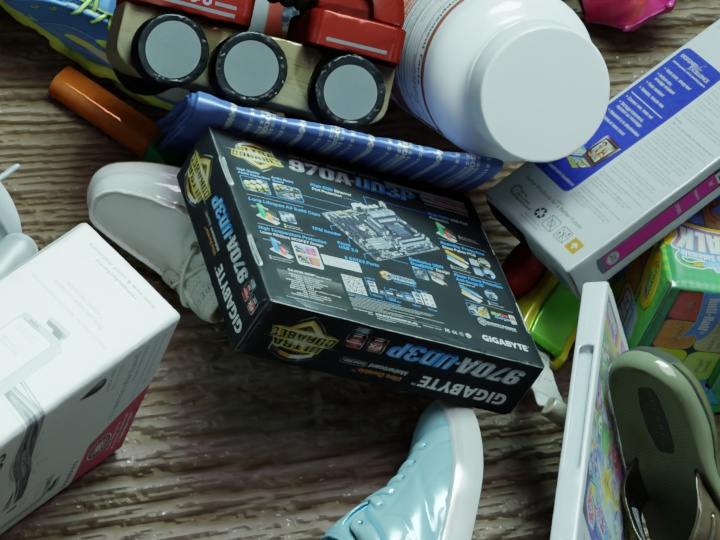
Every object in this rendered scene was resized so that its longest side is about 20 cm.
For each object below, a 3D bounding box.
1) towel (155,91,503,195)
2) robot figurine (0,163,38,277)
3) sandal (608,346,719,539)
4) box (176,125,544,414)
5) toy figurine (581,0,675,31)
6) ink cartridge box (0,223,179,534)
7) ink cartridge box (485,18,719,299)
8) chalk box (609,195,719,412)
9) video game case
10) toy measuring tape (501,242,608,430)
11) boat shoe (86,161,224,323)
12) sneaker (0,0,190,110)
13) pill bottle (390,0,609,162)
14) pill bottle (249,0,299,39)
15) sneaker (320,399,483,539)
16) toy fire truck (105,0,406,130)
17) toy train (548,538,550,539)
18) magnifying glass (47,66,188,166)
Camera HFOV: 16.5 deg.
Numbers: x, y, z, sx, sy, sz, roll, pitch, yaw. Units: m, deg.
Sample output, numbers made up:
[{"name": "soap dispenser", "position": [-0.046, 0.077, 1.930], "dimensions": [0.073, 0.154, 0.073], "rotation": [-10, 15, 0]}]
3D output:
[{"name": "towel", "position": [-0.024, -0.078, 1.556], "dimensions": [0.200, 0.145, 0.024], "rotation": [11, 82, -12]}, {"name": "robot figurine", "position": [-0.269, 0.003, 1.432], "dimensions": [0.169, 0.113, 0.200], "rotation": [4, 41, 25]}, {"name": "sandal", "position": [0.184, 0.141, 1.455], "dimensions": [0.057, 0.080, 0.201], "rotation": [-39, 112, -42]}, {"name": "box", "position": [0.000, 0.000, 1.490], "dimensions": [0.200, 0.046, 0.159], "rotation": [14, 36, -32]}, {"name": "toy figurine", "position": [0.158, -0.249, 1.782], "dimensions": [0.184, 0.150, 0.200], "rotation": [33, 3, -6]}, {"name": "ink cartridge box", "position": [-0.210, 0.085, 1.361], "dimensions": [0.083, 0.147, 0.200], "rotation": [43, 51, 12]}, {"name": "ink cartridge box", "position": [0.184, -0.074, 1.549], "dimensions": [0.200, 0.037, 0.095], "rotation": [-38, 47, -5]}, {"name": "chalk box", "position": [0.226, 0.012, 1.599], "dimensions": [0.124, 0.125, 0.200], "rotation": [7, 48, -14]}, {"name": "video game case", "position": [0.145, 0.127, 1.467], "dimensions": [0.018, 0.143, 0.200], "rotation": [-4, 45, 17]}, {"name": "toy measuring tape", "position": [0.127, 0.027, 1.546], "dimensions": [0.073, 0.074, 0.200], "rotation": [12, 23, -10]}, {"name": "boat shoe", "position": [-0.084, -0.001, 1.533], "dimensions": [0.200, 0.071, 0.069], "rotation": [24, 45, 0]}, {"name": "sneaker", "position": [-0.170, -0.164, 1.614], "dimensions": [0.200, 0.076, 0.105], "rotation": [25, 2, 15]}, {"name": "pill bottle", "position": [0.082, -0.133, 1.574], "dimensions": [0.112, 0.112, 0.200], "rotation": [2, 16, -19]}, {"name": "pill bottle", "position": [0.003, -0.192, 1.700], "dimensions": [0.200, 0.111, 0.112], "rotation": [1, 51, -19]}, {"name": "sneaker", "position": [0.021, 0.147, 1.443], "dimensions": [0.082, 0.074, 0.200], "rotation": [18, 46, -8]}, {"name": "toy fire truck", "position": [-0.059, -0.197, 1.570], "dimensions": [0.176, 0.129, 0.200], "rotation": [13, 88, -14]}, {"name": "toy train", "position": [0.105, 0.236, 1.426], "dimensions": [0.046, 0.034, 0.200], "rotation": [30, 45, -10]}, {"name": "magnifying glass", "position": [-0.118, -0.070, 1.616], "dimensions": [0.200, 0.022, 0.080], "rotation": [36, 49, 9]}]
